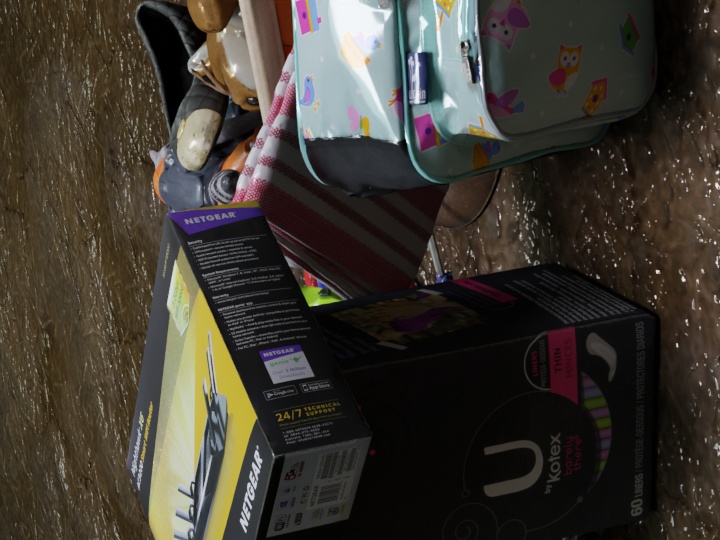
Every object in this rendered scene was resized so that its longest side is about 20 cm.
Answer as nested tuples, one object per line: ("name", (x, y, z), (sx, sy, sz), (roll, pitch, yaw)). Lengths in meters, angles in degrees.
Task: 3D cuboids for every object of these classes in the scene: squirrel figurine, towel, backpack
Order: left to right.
("squirrel figurine", (-0.072, -0.215, 1.397), (0.201, 0.140, 0.187), (-102, 7, -46))
("towel", (0.005, -0.089, 1.106), (0.030, 0.146, 0.201), (10, 74, 39))
("backpack", (0.052, -0.149, 1.013), (0.153, 0.175, 0.201), (-7, 96, 46))

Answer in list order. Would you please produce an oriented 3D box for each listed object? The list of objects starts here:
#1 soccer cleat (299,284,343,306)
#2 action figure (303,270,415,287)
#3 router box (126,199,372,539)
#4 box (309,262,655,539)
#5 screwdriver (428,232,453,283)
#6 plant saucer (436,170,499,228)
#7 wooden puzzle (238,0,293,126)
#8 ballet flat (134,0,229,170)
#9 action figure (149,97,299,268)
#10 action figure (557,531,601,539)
("soccer cleat", (0.028, 0.055, 1.240), (0.199, 0.068, 0.081), (12, 145, 29))
("action figure", (0.000, 0.000, 1.329), (0.200, 0.065, 0.099), (90, 155, -70))
("router box", (-0.062, 0.091, 1.021), (0.201, 0.052, 0.158), (104, 148, -44))
("box", (0.047, 0.079, 1.089), (0.106, 0.199, 0.123), (-146, 50, -61))
("screwdriver", (0.049, -0.013, 1.242), (0.028, 0.029, 0.201), (-69, -29, -68))
("plant saucer", (0.031, -0.124, 1.268), (0.200, 0.034, 0.202), (170, 90, -67))
("wooden puzzle", (-0.020, -0.159, 1.137), (0.185, 0.037, 0.201), (-65, -23, -47))
("ballet flat", (-0.134, -0.133, 1.488), (0.067, 0.057, 0.200), (-58, 26, 24))
("action figure", (-0.103, -0.091, 1.527), (0.193, 0.104, 0.202), (3, 102, 58))
("action figure", (0.083, 0.173, 1.163), (0.200, 0.118, 0.103), (-119, 38, -60))
